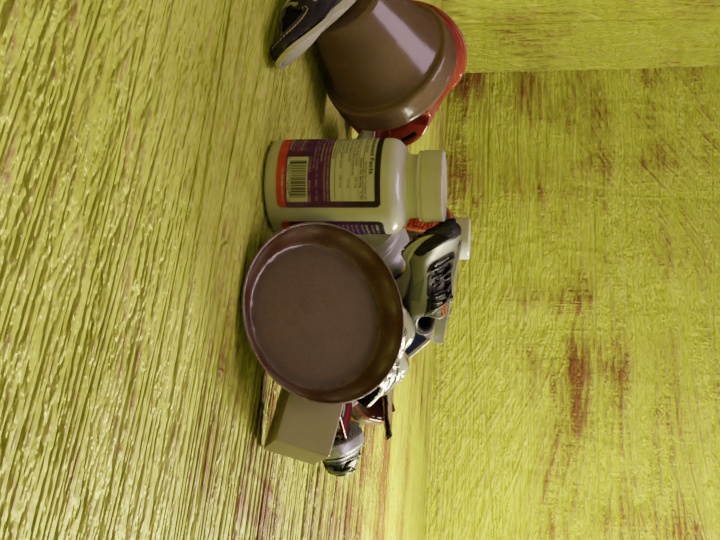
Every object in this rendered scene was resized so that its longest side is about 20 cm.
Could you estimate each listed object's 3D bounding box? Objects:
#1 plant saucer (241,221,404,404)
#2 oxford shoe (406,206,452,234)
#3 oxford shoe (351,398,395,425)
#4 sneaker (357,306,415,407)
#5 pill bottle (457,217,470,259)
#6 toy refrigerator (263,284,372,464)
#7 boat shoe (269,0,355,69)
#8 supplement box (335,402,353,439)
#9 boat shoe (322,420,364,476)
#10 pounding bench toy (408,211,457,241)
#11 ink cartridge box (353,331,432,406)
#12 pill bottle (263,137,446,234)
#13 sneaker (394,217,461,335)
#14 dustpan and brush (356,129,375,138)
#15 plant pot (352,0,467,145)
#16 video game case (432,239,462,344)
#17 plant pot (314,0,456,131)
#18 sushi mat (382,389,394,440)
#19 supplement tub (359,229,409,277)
[{"bbox_3d":[-0.043,0.047,0.945,0.032,0.200,0.201,-22,-120,55],"label":"plant saucer"},{"bbox_3d":[0.038,-0.087,1.252,0.073,0.200,0.071,78,34,-61],"label":"oxford shoe"},{"bbox_3d":[0.005,0.234,1.433,0.071,0.075,0.200,61,8,13],"label":"oxford shoe"},{"bbox_3d":[0.018,0.106,1.113,0.088,0.076,0.200,-44,147,-28],"label":"sneaker"},{"bbox_3d":[0.113,-0.062,1.692,0.111,0.200,0.112,1,90,-81],"label":"pill bottle"},{"bbox_3d":[-0.045,0.114,0.996,0.076,0.070,0.200,131,-24,-64],"label":"toy refrigerator"},{"bbox_3d":[-0.065,-0.307,1.036,0.060,0.074,0.200,46,45,-13],"label":"boat shoe"},{"bbox_3d":[-0.050,0.130,1.153,0.200,0.061,0.109,80,16,-51],"label":"supplement box"},{"bbox_3d":[-0.025,0.267,1.275,0.200,0.072,0.071,15,72,-82],"label":"boat shoe"},{"bbox_3d":[0.077,-0.039,1.392,0.124,0.200,0.156,48,16,-3],"label":"pounding bench toy"},{"bbox_3d":[0.037,0.117,1.360,0.041,0.200,0.200,45,19,-6],"label":"ink cartridge box"},{"bbox_3d":[-0.002,-0.097,1.003,0.111,0.200,0.112,1,90,-81],"label":"pill bottle"},{"bbox_3d":[0.089,0.008,1.062,0.079,0.074,0.200,52,-28,21],"label":"sneaker"},{"bbox_3d":[-0.013,-0.132,1.333,0.200,0.057,0.140,-61,-173,1],"label":"dustpan and brush"},{"bbox_3d":[0.066,-0.325,1.481,0.195,0.200,0.201,-68,158,-43],"label":"plant pot"},{"bbox_3d":[0.138,0.027,1.357,0.200,0.018,0.143,-36,136,-80],"label":"video game case"},{"bbox_3d":[0.011,-0.323,1.208,0.175,0.200,0.201,40,49,-53],"label":"plant pot"},{"bbox_3d":[0.044,0.188,1.387,0.200,0.012,0.096,-75,159,-77],"label":"sushi mat"},{"bbox_3d":[0.000,0.000,1.191,0.200,0.144,0.145,80,14,-49],"label":"supplement tub"}]
